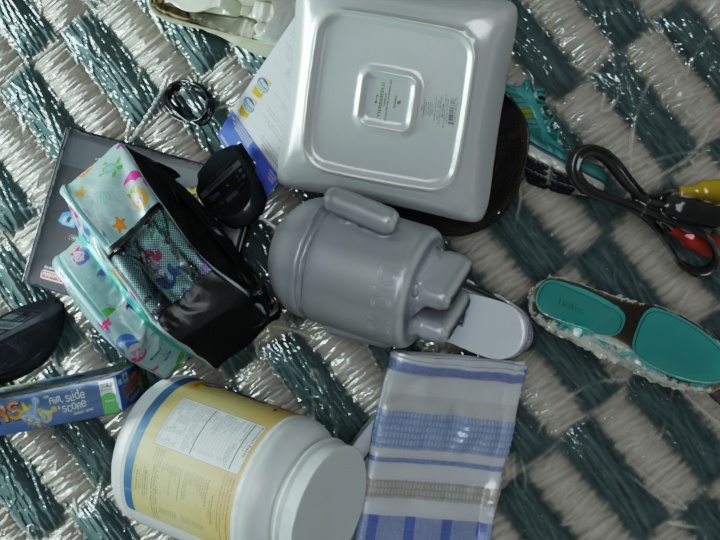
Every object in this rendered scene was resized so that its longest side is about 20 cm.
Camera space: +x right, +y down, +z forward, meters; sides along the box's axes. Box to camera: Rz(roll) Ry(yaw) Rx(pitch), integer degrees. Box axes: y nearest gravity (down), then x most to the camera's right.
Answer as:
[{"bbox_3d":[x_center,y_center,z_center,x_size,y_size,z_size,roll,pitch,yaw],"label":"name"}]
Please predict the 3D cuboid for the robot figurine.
[{"bbox_3d":[0.000,0.000,1.341,0.199,0.113,0.170,17,130,19],"label":"robot figurine"}]

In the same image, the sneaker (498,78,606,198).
[{"bbox_3d":[0.156,-0.141,1.411,0.200,0.078,0.080,37,81,5],"label":"sneaker"}]

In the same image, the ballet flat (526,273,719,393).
[{"bbox_3d":[0.251,0.061,1.390,0.199,0.072,0.072,25,89,15],"label":"ballet flat"}]

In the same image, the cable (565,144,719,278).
[{"bbox_3d":[0.276,-0.057,1.394,0.199,0.050,0.098,15,99,-10],"label":"cable"}]

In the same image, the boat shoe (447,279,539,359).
[{"bbox_3d":[0.077,0.031,1.410,0.199,0.068,0.072,19,95,23],"label":"boat shoe"}]

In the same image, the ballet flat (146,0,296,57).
[{"bbox_3d":[-0.114,-0.249,1.435,0.199,0.069,0.070,12,88,4],"label":"ballet flat"}]

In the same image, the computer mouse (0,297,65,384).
[{"bbox_3d":[-0.362,0.091,1.402,0.199,0.138,0.053,-30,107,-28],"label":"computer mouse"}]

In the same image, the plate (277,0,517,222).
[{"bbox_3d":[0.027,-0.152,1.308,0.199,0.032,0.201,11,106,10],"label":"plate"}]

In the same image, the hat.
[{"bbox_3d":[0.052,-0.116,1.373,0.199,0.081,0.202,12,114,27],"label":"hat"}]

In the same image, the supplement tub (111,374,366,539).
[{"bbox_3d":[-0.110,0.188,1.343,0.199,0.144,0.146,16,88,28],"label":"supplement tub"}]

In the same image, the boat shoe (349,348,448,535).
[{"bbox_3d":[0.033,0.165,1.408,0.065,0.074,0.200,39,100,0],"label":"boat shoe"}]

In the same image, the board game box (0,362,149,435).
[{"bbox_3d":[-0.309,0.126,1.391,0.198,0.135,0.035,-11,93,2],"label":"board game box"}]

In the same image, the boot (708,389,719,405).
[{"bbox_3d":[0.373,0.044,1.375,0.166,0.072,0.200,-41,100,3],"label":"boot"}]

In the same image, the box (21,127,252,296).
[{"bbox_3d":[-0.210,-0.037,1.438,0.199,0.046,0.160,16,87,4],"label":"box"}]

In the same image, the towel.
[{"bbox_3d":[0.075,0.173,1.376,0.146,0.024,0.201,7,100,-24],"label":"towel"}]

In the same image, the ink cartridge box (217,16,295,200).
[{"bbox_3d":[-0.050,-0.167,1.392,0.200,0.042,0.120,-52,49,18],"label":"ink cartridge box"}]

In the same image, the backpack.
[{"bbox_3d":[-0.186,-0.009,1.324,0.150,0.178,0.201,-35,74,0],"label":"backpack"}]

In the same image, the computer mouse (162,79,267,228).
[{"bbox_3d":[-0.139,-0.112,1.409,0.059,0.034,0.201,-38,54,13],"label":"computer mouse"}]
